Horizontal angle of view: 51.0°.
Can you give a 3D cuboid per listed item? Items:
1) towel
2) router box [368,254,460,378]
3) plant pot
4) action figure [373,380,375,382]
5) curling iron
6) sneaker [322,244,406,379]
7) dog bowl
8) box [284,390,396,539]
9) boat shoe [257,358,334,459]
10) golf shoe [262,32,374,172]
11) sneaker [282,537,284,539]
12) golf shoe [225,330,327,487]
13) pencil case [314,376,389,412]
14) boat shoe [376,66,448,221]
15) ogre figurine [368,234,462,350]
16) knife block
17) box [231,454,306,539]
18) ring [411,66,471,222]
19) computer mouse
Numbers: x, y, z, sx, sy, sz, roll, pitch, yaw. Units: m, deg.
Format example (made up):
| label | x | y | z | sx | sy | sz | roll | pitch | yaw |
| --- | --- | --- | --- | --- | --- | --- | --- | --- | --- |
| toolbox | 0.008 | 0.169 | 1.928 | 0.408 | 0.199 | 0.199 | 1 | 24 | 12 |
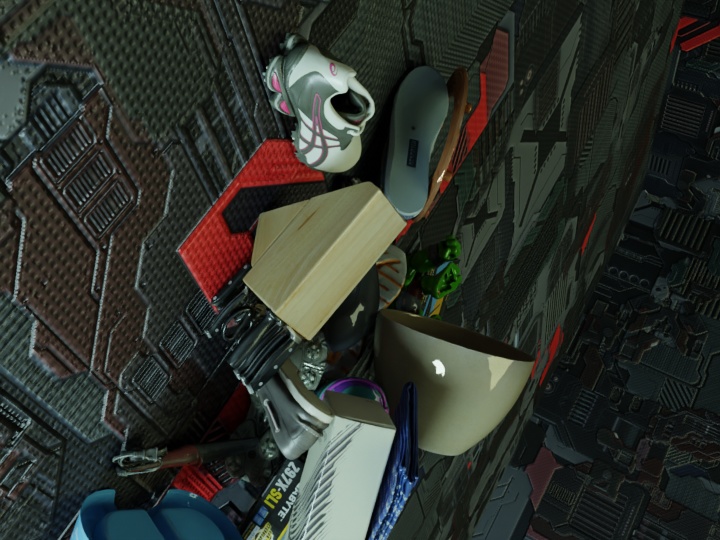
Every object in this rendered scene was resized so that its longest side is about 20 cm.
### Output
| label | x | y | z | sx | sy | sz | roll | pitch | yaw |
| --- | --- | --- | --- | --- | --- | --- | --- | --- | --- |
| towel | 0.018 | 0.235 | 0.811 | 0.146 | 0.023 | 0.203 | -83 | -167 | -59 |
| router box | 0.090 | 0.073 | 1.231 | 0.148 | 0.050 | 0.204 | -11 | 120 | -64 |
| plant pot | 0.098 | 0.142 | 0.917 | 0.199 | 0.197 | 0.138 | 7 | 101 | -65 |
| action figure | 0.007 | 0.185 | 1.109 | 0.197 | 0.099 | 0.066 | -30 | 104 | -4 |
| curling iron | -0.171 | 0.192 | 0.781 | 0.199 | 0.049 | 0.026 | 14 | 66 | -58 |
| sneaker | -0.002 | 0.055 | 1.014 | 0.202 | 0.077 | 0.077 | -58 | 168 | -12 |
| dog bowl | -0.197 | 0.270 | 0.729 | 0.050 | 0.111 | 0.199 | -53 | 148 | 7 |
| box | -0.027 | 0.236 | 0.776 | 0.082 | 0.067 | 0.205 | -142 | -114 | -75 |
| boat shoe | -0.089 | 0.124 | 0.781 | 0.067 | 0.200 | 0.057 | 39 | 89 | -28 |
| golf shoe | -0.027 | -0.148 | 0.759 | 0.078 | 0.087 | 0.200 | -63 | 157 | -11 |
| sneaker | -0.078 | 0.365 | 1.088 | 0.200 | 0.089 | 0.080 | -48 | 151 | -37 |
| golf shoe | -0.098 | 0.156 | 0.916 | 0.203 | 0.077 | 0.097 | -62 | 173 | 1 |
| pencil case | -0.026 | 0.180 | 0.941 | 0.200 | 0.091 | 0.087 | 142 | -30 | -73 |
| boat shoe | 0.056 | -0.154 | 0.962 | 0.091 | 0.069 | 0.205 | 140 | -36 | -71 |
| ogre figurine | 0.072 | 0.048 | 1.071 | 0.097 | 0.118 | 0.205 | 2 | 93 | -49 |
| knife block | -0.056 | 0.022 | 0.737 | 0.064 | 0.196 | 0.179 | 42 | 43 | -48 |
| box | -0.110 | 0.294 | 0.908 | 0.161 | 0.049 | 0.200 | -57 | 178 | -13 |
| ring | 0.103 | -0.160 | 0.973 | 0.200 | 0.019 | 0.205 | -162 | -91 | -82 |
| computer mouse | 0.000 | 0.000 | 0.905 | 0.139 | 0.051 | 0.205 | 63 | 34 | -64 |
